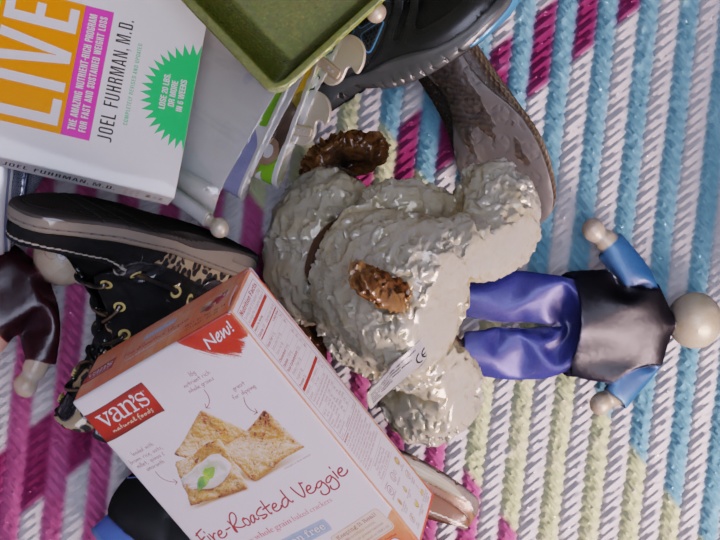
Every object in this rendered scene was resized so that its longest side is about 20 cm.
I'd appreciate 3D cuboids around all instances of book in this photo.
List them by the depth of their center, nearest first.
[{"bbox_3d":[-0.207,-0.129,1.291,0.198,0.048,0.135,12,76,-13],"label":"book"}]

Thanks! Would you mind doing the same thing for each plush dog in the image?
[{"bbox_3d":[0.000,0.000,1.330,0.160,0.171,0.202,11,99,-46],"label":"plush dog"}]

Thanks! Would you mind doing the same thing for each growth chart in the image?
[{"bbox_3d":[-0.079,-0.123,1.330,0.145,0.018,0.201,40,102,24],"label":"growth chart"}]

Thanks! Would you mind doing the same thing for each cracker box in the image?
[{"bbox_3d":[-0.066,0.113,1.264,0.133,0.058,0.200,-30,109,27],"label":"cracker box"}]

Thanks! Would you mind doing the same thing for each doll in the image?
[{"bbox_3d":[0.157,0.032,1.400,0.198,0.048,0.138,2,94,-6],"label":"doll"}]

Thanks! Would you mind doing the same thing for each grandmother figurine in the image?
[{"bbox_3d":[-0.250,0.030,1.353,0.199,0.061,0.122,-38,90,-2],"label":"grandmother figurine"}]

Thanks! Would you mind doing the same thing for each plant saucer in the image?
[{"bbox_3d":[-0.040,-0.233,1.291,0.200,0.048,0.200,-42,70,-5],"label":"plant saucer"}]

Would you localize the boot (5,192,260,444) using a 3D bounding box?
[{"bbox_3d":[-0.165,0.034,1.319,0.199,0.073,0.152,12,101,-50],"label":"boot"}]

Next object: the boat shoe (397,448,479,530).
[{"bbox_3d":[-0.018,0.145,1.376,0.198,0.076,0.072,20,86,3],"label":"boat shoe"}]

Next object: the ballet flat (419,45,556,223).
[{"bbox_3d":[0.075,-0.121,1.387,0.067,0.046,0.201,-31,99,26],"label":"ballet flat"}]

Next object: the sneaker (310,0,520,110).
[{"bbox_3d":[0.011,-0.161,1.325,0.199,0.073,0.082,-21,100,26],"label":"sneaker"}]

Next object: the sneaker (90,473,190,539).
[{"bbox_3d":[-0.087,0.205,1.356,0.199,0.070,0.078,36,86,11],"label":"sneaker"}]

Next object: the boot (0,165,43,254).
[{"bbox_3d":[-0.201,-0.106,1.339,0.089,0.073,0.202,8,85,-9],"label":"boot"}]
